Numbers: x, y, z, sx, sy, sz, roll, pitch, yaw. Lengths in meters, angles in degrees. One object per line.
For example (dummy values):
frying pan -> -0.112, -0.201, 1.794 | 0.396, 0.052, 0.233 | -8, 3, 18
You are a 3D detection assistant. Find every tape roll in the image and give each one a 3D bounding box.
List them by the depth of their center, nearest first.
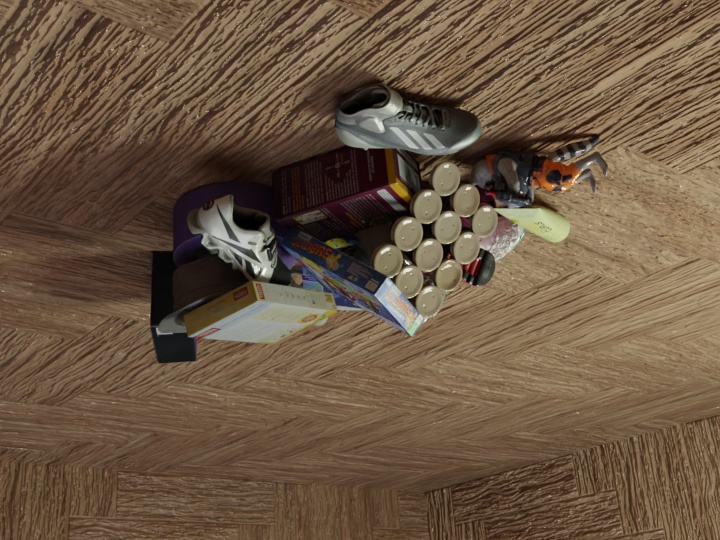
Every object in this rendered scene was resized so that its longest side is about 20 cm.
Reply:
tape roll -> -0.199, -0.057, 1.440 | 0.200, 0.085, 0.200 | -4, 157, -2

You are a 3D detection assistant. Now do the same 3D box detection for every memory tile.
memory tile -> 0.110, -0.044, 1.313 | 0.153, 0.200, 0.017 | 42, 168, -31

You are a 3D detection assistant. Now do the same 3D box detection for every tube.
tube -> 0.286, -0.083, 1.465 | 0.058, 0.052, 0.200 | -41, 156, 18

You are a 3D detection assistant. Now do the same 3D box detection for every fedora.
fedora -> -0.226, 0.030, 1.412 | 0.200, 0.090, 0.177 | -8, 162, -23

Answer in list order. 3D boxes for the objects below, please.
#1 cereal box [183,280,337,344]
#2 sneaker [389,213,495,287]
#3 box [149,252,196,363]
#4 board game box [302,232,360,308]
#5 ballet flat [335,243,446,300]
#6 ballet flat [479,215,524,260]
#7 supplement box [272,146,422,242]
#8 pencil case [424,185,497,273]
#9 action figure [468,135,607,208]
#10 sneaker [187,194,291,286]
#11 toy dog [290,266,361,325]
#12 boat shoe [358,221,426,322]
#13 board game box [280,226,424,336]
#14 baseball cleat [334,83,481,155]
cereal box -> -0.149, 0.067, 1.371 | 0.144, 0.040, 0.200 | -26, 159, 28
sneaker -> 0.111, -0.028, 1.378 | 0.200, 0.074, 0.087 | 26, 176, -32
box -> -0.337, 0.070, 1.634 | 0.079, 0.141, 0.200 | -3, 157, -10
board game box -> 0.000, 0.000, 1.514 | 0.200, 0.034, 0.136 | 7, 121, 12
ballet flat -> 0.050, -0.011, 1.434 | 0.200, 0.072, 0.072 | 24, 154, 1
ballet flat -> 0.202, -0.041, 1.567 | 0.072, 0.072, 0.200 | 10, 151, -31
supplement box -> -0.018, -0.117, 1.334 | 0.200, 0.086, 0.110 | -15, 155, 22
pencil case -> 0.149, -0.059, 1.487 | 0.091, 0.094, 0.200 | -12, 162, -22
action figure -> 0.260, -0.147, 1.356 | 0.193, 0.105, 0.200 | 0, -175, 6
sneaker -> -0.152, -0.038, 1.309 | 0.088, 0.074, 0.200 | -29, 135, 22
toy dog -> -0.026, 0.019, 1.642 | 0.200, 0.132, 0.096 | -19, -169, 39
boat shoe -> 0.051, -0.009, 1.366 | 0.071, 0.200, 0.070 | -21, 176, -1
board game box -> -0.013, 0.016, 1.315 | 0.200, 0.034, 0.135 | 28, 167, 38
baseball cleat -> 0.066, -0.198, 1.185 | 0.200, 0.070, 0.106 | -4, 157, -3
